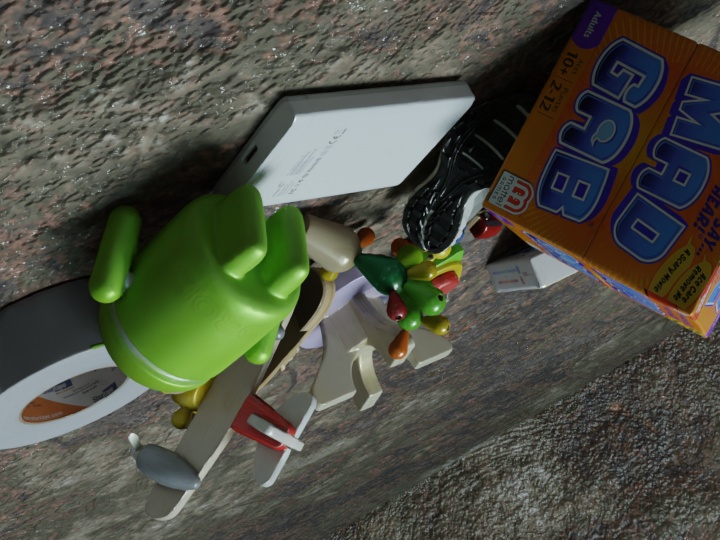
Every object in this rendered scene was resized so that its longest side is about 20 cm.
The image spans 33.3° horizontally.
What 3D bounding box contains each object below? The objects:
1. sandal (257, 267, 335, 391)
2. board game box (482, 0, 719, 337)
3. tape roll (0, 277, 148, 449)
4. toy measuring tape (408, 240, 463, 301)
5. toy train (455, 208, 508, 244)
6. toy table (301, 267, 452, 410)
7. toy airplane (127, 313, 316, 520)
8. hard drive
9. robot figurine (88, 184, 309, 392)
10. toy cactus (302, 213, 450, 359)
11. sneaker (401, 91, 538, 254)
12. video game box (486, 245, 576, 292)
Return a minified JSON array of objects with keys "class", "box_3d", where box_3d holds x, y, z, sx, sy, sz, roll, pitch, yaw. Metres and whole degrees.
[{"class":"sandal","box_3d":[-0.083,0.074,1.316,0.069,0.078,0.212,3,140,-49]},{"class":"board game box","box_3d":[0.258,-0.082,1.067,0.201,0.199,0.200,-61,159,2]},{"class":"tape roll","box_3d":[-0.266,0.084,1.077,0.199,0.066,0.200,-25,162,-9]},{"class":"toy measuring tape","box_3d":[0.077,0.009,1.396,0.073,0.074,0.200,-25,162,-10]},{"class":"toy train","box_3d":[0.135,-0.056,1.333,0.199,0.046,0.034,-11,156,-44]},{"class":"toy table","box_3d":[0.004,0.079,1.399,0.183,0.118,0.200,-24,162,-14]},{"class":"toy airplane","box_3d":[-0.143,0.126,1.189,0.198,0.201,0.141,-29,135,27]},{"class":"hard drive","box_3d":[-0.012,-0.104,1.000,0.199,0.027,0.132,-12,156,-41]},{"class":"robot figurine","box_3d":[-0.127,0.020,0.952,0.175,0.116,0.200,24,130,-37]},{"class":"toy cactus","box_3d":[0.000,0.000,1.165,0.164,0.200,0.103,28,102,-30]},{"class":"sneaker","box_3d":[0.110,-0.103,1.148,0.079,0.074,0.200,-46,177,-47]},{"class":"video game box","box_3d":[0.277,-0.033,1.539,0.199,0.047,0.182,-25,-175,-12]}]
